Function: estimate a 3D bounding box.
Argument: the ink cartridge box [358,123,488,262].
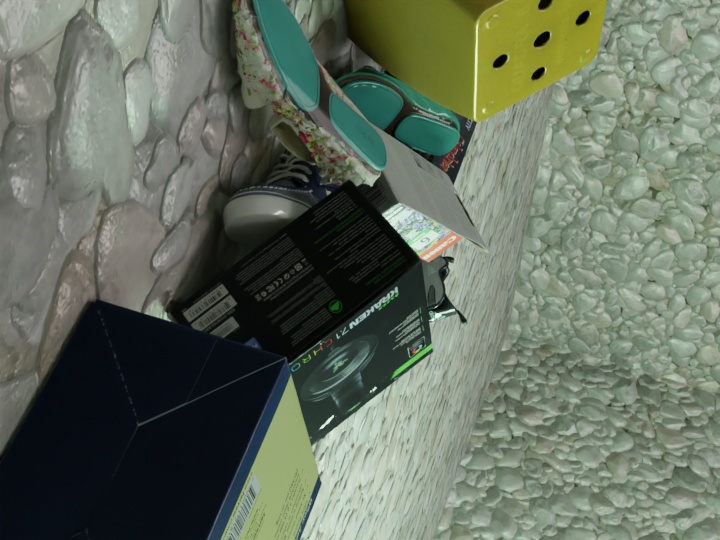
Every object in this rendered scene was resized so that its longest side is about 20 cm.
[{"bbox_3d":[0.049,-0.071,0.986,0.199,0.050,0.110,23,37,-56],"label":"ink cartridge box"}]

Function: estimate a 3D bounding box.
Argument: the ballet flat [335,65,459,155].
[{"bbox_3d":[0.023,-0.168,0.992,0.199,0.071,0.067,12,127,-49],"label":"ballet flat"}]

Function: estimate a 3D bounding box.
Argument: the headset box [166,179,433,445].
[{"bbox_3d":[-0.037,0.054,0.795,0.173,0.093,0.201,-36,156,-11],"label":"headset box"}]

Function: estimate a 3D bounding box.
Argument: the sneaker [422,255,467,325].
[{"bbox_3d":[0.069,0.062,1.281,0.078,0.138,0.202,59,47,-72],"label":"sneaker"}]

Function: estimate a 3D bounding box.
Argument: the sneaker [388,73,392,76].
[{"bbox_3d":[0.056,-0.184,1.103,0.076,0.077,0.201,85,24,-53],"label":"sneaker"}]

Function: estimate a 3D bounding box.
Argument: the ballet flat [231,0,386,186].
[{"bbox_3d":[-0.050,-0.126,0.737,0.200,0.063,0.076,50,36,-41],"label":"ballet flat"}]

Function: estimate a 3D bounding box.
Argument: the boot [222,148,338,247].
[{"bbox_3d":[-0.060,-0.067,0.821,0.200,0.072,0.092,25,59,-72],"label":"boot"}]

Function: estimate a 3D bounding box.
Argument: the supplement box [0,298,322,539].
[{"bbox_3d":[-0.128,0.166,0.618,0.201,0.133,0.202,83,26,-57],"label":"supplement box"}]

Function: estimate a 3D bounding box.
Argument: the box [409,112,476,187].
[{"bbox_3d":[0.061,-0.098,1.146,0.136,0.037,0.202,-30,-148,54],"label":"box"}]

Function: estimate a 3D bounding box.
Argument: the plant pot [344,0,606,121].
[{"bbox_3d":[0.109,-0.255,0.853,0.198,0.177,0.201,-29,152,-11],"label":"plant pot"}]
